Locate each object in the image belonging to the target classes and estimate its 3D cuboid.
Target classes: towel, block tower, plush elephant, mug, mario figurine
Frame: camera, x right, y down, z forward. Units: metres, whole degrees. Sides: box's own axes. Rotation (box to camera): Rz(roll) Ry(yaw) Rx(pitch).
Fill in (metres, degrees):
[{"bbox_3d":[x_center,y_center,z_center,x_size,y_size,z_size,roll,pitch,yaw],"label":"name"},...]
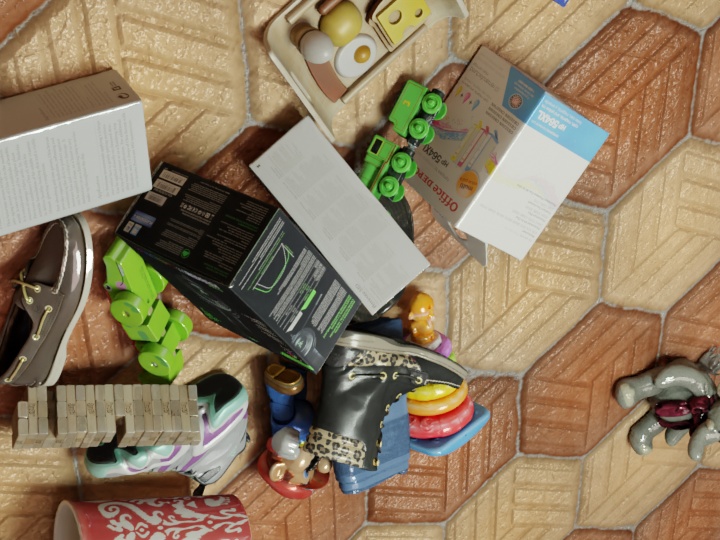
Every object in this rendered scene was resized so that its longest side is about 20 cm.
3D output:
[{"bbox_3d":[0.007,0.159,1.661,0.111,0.048,0.203,-15,109,-39],"label":"towel"},{"bbox_3d":[-0.264,0.154,1.466,0.198,0.055,0.058,2,157,-21],"label":"block tower"},{"bbox_3d":[0.494,0.211,2.024,0.199,0.155,0.166,-30,134,-13],"label":"plush elephant"},{"bbox_3d":[-0.234,0.334,1.562,0.198,0.133,0.180,-3,111,-27],"label":"mug"},{"bbox_3d":[-0.062,0.190,1.647,0.122,0.106,0.202,-19,129,-25],"label":"mario figurine"}]

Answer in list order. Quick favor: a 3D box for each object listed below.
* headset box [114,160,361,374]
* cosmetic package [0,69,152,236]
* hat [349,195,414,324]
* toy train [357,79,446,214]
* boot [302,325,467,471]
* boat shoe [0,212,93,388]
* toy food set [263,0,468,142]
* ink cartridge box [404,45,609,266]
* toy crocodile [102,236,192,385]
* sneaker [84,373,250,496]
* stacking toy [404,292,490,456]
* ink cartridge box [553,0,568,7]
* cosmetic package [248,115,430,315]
[{"bbox_3d":[-0.117,0.001,1.398,0.093,0.173,0.200,-57,143,-13],"label":"headset box"},{"bbox_3d":[-0.300,-0.104,1.281,0.198,0.071,0.102,-19,131,-24],"label":"cosmetic package"},{"bbox_3d":[0.000,0.000,1.567,0.199,0.081,0.202,-18,130,-23],"label":"hat"},{"bbox_3d":[0.029,-0.112,1.499,0.202,0.056,0.042,-62,163,0],"label":"toy train"},{"bbox_3d":[0.026,0.153,1.595,0.199,0.073,0.152,18,86,-38],"label":"boot"},{"bbox_3d":[-0.316,0.032,1.372,0.059,0.072,0.201,-2,128,-38],"label":"boat shoe"},{"bbox_3d":[0.009,-0.243,1.410,0.200,0.060,0.144,-42,136,-2],"label":"toy food set"},{"bbox_3d":[0.151,-0.119,1.554,0.125,0.129,0.201,23,106,-43],"label":"ink cartridge box"},{"bbox_3d":[-0.228,0.048,1.457,0.201,0.061,0.068,72,31,-42],"label":"toy crocodile"},{"bbox_3d":[-0.209,0.216,1.577,0.198,0.078,0.141,-23,132,-19],"label":"sneaker"},{"bbox_3d":[0.081,0.116,1.709,0.116,0.109,0.202,-31,125,-35],"label":"stacking toy"},{"bbox_3d":[0.235,-0.391,1.475,0.093,0.044,0.201,22,107,-42],"label":"ink cartridge box"},{"bbox_3d":[-0.023,-0.056,1.446,0.082,0.051,0.201,-39,92,-5],"label":"cosmetic package"}]
